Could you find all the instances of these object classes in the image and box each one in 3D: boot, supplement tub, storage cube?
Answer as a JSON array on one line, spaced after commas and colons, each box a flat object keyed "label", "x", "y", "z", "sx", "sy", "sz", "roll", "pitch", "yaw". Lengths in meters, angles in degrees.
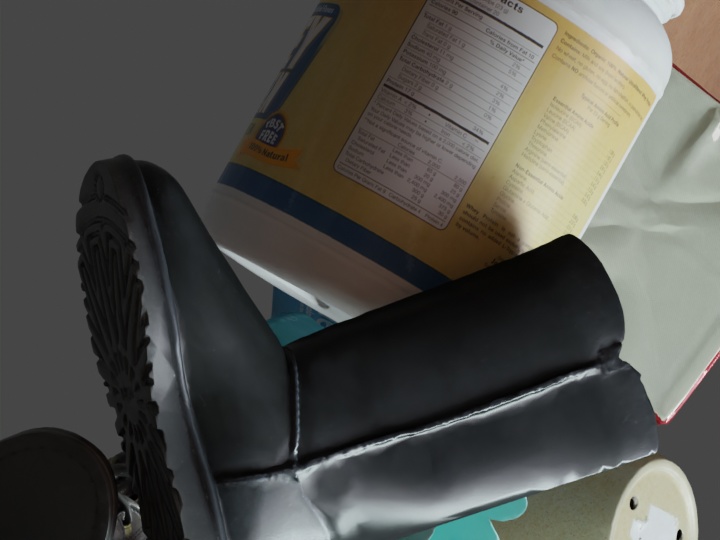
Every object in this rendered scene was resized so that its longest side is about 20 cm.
[{"label": "boot", "x": -0.122, "y": 0.110, "z": 0.987, "sx": 0.200, "sy": 0.069, "sz": 0.174, "roll": -58, "pitch": 173, "yaw": 29}, {"label": "supplement tub", "x": 0.040, "y": -0.067, "z": 1.044, "sx": 0.201, "sy": 0.144, "sz": 0.145, "roll": -60, "pitch": 168, "yaw": -4}, {"label": "boot", "x": 0.005, "y": 0.020, "z": 0.927, "sx": 0.199, "sy": 0.166, "sz": 0.066, "roll": -14, "pitch": -171, "yaw": -23}, {"label": "storage cube", "x": 0.163, "y": -0.026, "z": 1.510, "sx": 0.200, "sy": 0.171, "sz": 0.180, "roll": -52, "pitch": 176, "yaw": 0}]

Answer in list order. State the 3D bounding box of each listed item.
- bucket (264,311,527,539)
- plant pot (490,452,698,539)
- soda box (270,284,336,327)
[{"label": "bucket", "x": -0.029, "y": 0.129, "z": 1.179, "sx": 0.207, "sy": 0.135, "sz": 0.207, "roll": -47, "pitch": 162, "yaw": -20}, {"label": "plant pot", "x": 0.074, "y": 0.138, "z": 1.359, "sx": 0.187, "sy": 0.199, "sz": 0.188, "roll": -9, "pitch": 101, "yaw": -53}, {"label": "soda box", "x": 0.000, "y": 0.000, "z": 1.231, "sx": 0.068, "sy": 0.064, "sz": 0.200, "roll": -55, "pitch": 167, "yaw": -28}]
